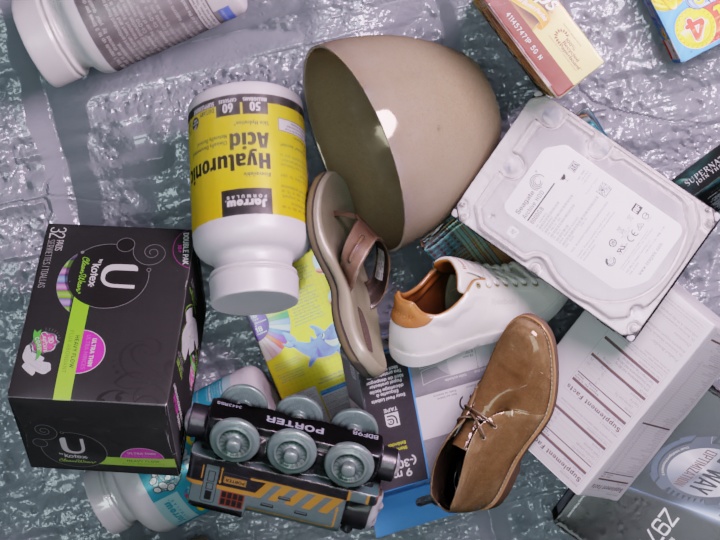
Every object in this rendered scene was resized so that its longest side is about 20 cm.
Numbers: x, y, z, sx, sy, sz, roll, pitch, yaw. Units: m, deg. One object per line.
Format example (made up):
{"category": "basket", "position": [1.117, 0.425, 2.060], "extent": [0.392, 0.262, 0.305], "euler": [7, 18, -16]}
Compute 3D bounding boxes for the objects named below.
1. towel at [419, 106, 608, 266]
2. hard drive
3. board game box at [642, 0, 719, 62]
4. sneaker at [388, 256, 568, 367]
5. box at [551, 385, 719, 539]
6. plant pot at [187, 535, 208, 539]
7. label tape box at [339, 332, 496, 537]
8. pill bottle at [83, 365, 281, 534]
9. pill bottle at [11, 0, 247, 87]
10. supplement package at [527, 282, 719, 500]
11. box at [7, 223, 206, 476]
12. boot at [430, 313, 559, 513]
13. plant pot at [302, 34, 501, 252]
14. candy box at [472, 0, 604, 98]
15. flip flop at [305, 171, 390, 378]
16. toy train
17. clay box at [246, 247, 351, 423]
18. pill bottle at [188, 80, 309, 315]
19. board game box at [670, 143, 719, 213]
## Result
{"category": "towel", "position": [0.166, -0.050, 1.604], "extent": [0.200, 0.022, 0.147], "euler": [-39, 137, 7]}
{"category": "hard drive", "position": [0.200, -0.049, 1.515], "extent": [0.200, 0.038, 0.140], "euler": [37, 94, 10]}
{"category": "board game box", "position": [0.340, -0.325, 1.585], "extent": [0.200, 0.056, 0.196], "euler": [-28, 95, 6]}
{"category": "sneaker", "position": [0.116, 0.019, 1.564], "extent": [0.200, 0.073, 0.085], "euler": [-23, 130, -27]}
{"category": "box", "position": [0.309, 0.210, 1.663], "extent": [0.160, 0.044, 0.200], "euler": [36, 98, -1]}
{"category": "plant pot", "position": [-0.187, 0.368, 1.647], "extent": [0.199, 0.200, 0.177], "euler": [-26, 83, 6]}
{"category": "label tape box", "position": [0.071, 0.154, 1.626], "extent": [0.144, 0.063, 0.201], "euler": [-15, 104, -15]}
{"category": "pill bottle", "position": [-0.166, 0.182, 1.652], "extent": [0.200, 0.111, 0.111], "euler": [-28, 95, 6]}
{"category": "pill bottle", "position": [-0.217, -0.254, 1.596], "extent": [0.200, 0.114, 0.114], "euler": [-24, 96, 5]}
{"category": "supplement package", "position": [0.244, 0.103, 1.588], "extent": [0.110, 0.114, 0.200], "euler": [43, 101, 28]}
{"category": "box", "position": [-0.230, 0.073, 1.585], "extent": [0.148, 0.200, 0.124], "euler": [2, 142, 3]}
{"category": "boot", "position": [0.120, 0.134, 1.540], "extent": [0.074, 0.075, 0.201], "euler": [31, 113, 35]}
{"category": "plant pot", "position": [0.050, -0.135, 1.573], "extent": [0.134, 0.200, 0.201], "euler": [-23, 96, -17]}
{"category": "candy box", "position": [0.157, -0.217, 1.536], "extent": [0.055, 0.200, 0.116], "euler": [-37, 94, 6]}
{"category": "flip flop", "position": [0.000, 0.000, 1.553], "extent": [0.057, 0.081, 0.201], "euler": [-24, 63, 23]}
{"category": "toy train", "position": [-0.067, 0.177, 1.553], "extent": [0.199, 0.085, 0.114], "euler": [13, 118, -3]}
{"category": "clay box", "position": [-0.045, 0.052, 1.659], "extent": [0.115, 0.048, 0.201], "euler": [-22, 96, 3]}
{"category": "pill bottle", "position": [-0.102, -0.065, 1.582], "extent": [0.111, 0.111, 0.201], "euler": [-6, 73, 4]}
{"category": "board game box", "position": [0.286, -0.047, 1.587], "extent": [0.200, 0.135, 0.028], "euler": [-36, 72, 7]}
